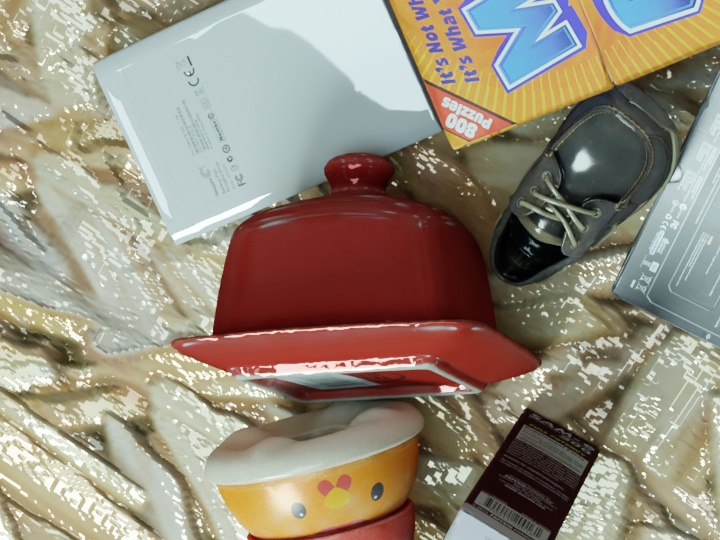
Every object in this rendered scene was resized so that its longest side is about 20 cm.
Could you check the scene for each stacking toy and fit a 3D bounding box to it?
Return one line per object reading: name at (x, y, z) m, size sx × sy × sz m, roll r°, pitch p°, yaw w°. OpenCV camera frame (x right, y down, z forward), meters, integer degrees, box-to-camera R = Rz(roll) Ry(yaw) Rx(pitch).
stacking toy at (-0.010, 0.191, 1.506) m, size 0.145 × 0.146 × 0.202 m, roll -12°, pitch 96°, yaw 17°

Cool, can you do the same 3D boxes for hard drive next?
hard drive at (-0.059, -0.114, 1.512) m, size 0.199 × 0.027 × 0.133 m, roll -22°, pitch 97°, yaw 19°

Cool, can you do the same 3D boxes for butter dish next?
butter dish at (0.000, 0.000, 1.462) m, size 0.198 × 0.200 × 0.149 m, roll -5°, pitch 79°, yaw 17°

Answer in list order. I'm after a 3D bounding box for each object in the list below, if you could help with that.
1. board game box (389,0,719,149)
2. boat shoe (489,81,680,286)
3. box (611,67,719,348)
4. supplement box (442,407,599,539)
board game box at (0.122, -0.214, 1.346) m, size 0.199 × 0.200 × 0.201 m, roll -21°, pitch 98°, yaw 18°
boat shoe at (0.131, -0.042, 1.402) m, size 0.074 × 0.073 × 0.200 m, roll 36°, pitch 153°, yaw 5°
box at (0.260, -0.036, 1.406) m, size 0.158 × 0.048 × 0.201 m, roll 26°, pitch 127°, yaw 6°
supplement box at (0.085, 0.170, 1.455) m, size 0.061 × 0.200 × 0.109 m, roll 30°, pitch 109°, yaw 7°
